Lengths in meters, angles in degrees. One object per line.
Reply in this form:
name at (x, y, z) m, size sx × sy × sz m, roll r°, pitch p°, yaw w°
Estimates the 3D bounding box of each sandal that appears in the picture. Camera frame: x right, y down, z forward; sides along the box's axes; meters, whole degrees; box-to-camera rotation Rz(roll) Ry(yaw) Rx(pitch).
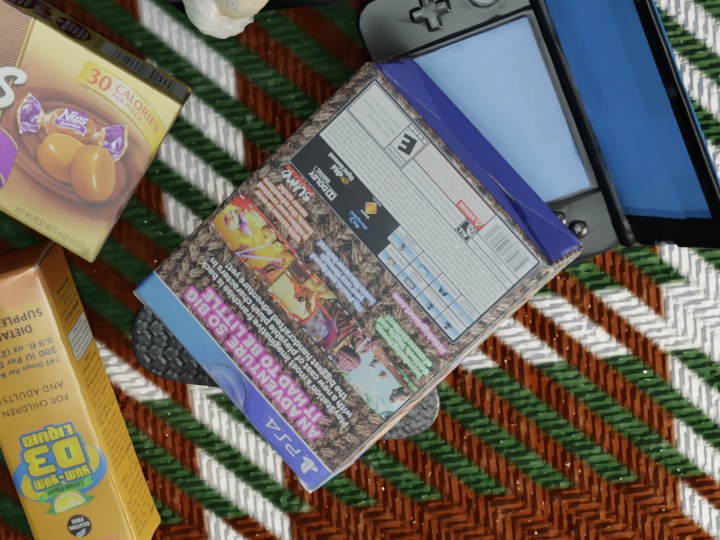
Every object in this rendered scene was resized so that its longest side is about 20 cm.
sandal at (-0.043, 0.052, 1.622) m, size 0.200 × 0.045 × 0.075 m, roll 14°, pitch 100°, yaw 13°

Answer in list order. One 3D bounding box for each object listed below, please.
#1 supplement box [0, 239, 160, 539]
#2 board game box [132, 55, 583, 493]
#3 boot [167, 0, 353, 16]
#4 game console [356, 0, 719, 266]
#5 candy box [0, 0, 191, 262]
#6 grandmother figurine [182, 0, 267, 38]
supplement box at (-0.189, 0.087, 1.619) m, size 0.066 × 0.069 × 0.200 m, roll -17°, pitch 105°, yaw 9°
board game box at (0.000, 0.000, 1.529) m, size 0.200 × 0.097 × 0.159 m, roll -43°, pitch 84°, yaw 16°
boot at (-0.013, -0.230, 1.529) m, size 0.200 × 0.066 × 0.165 m, roll -3°, pitch 65°, yaw 22°
game console at (0.106, -0.087, 1.536) m, size 0.171 × 0.118 × 0.200 m, roll -20°, pitch 102°, yaw 7°
candy box at (-0.217, -0.107, 1.575) m, size 0.200 × 0.056 × 0.117 m, roll 30°, pitch 104°, yaw -7°
grandmother figurine at (-0.030, -0.197, 1.434) m, size 0.121 × 0.061 × 0.200 m, roll 31°, pitch 129°, yaw -26°
